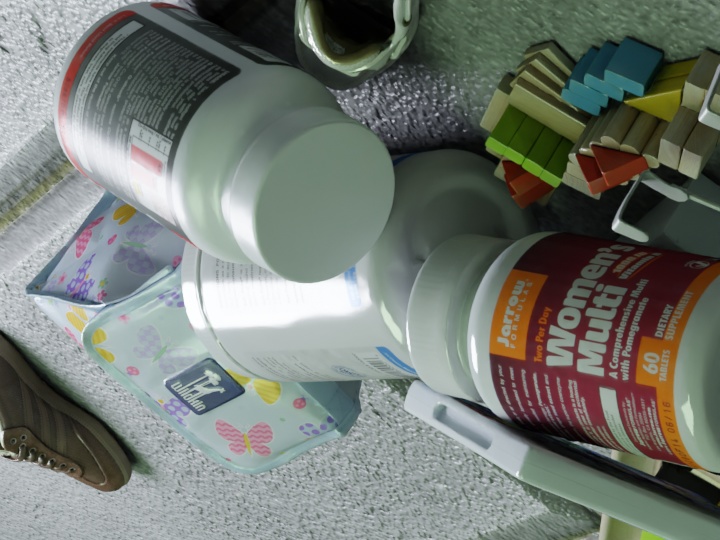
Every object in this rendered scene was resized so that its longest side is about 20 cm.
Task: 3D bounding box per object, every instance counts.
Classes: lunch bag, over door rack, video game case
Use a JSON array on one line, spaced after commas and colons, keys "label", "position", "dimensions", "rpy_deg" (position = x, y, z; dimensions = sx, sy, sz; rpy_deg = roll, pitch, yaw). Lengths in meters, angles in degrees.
[{"label": "lunch bag", "position": [-0.104, 0.040, 1.802], "dimensions": [0.170, 0.127, 0.200], "rpy_deg": [45, 164, -26]}, {"label": "over door rack", "position": [0.239, -0.050, 1.324], "dimensions": [0.200, 0.067, 0.148], "rpy_deg": [13, 156, -7]}, {"label": "video game case", "position": [0.140, 0.121, 1.535], "dimensions": [0.200, 0.023, 0.182], "rpy_deg": [23, -179, -21]}]

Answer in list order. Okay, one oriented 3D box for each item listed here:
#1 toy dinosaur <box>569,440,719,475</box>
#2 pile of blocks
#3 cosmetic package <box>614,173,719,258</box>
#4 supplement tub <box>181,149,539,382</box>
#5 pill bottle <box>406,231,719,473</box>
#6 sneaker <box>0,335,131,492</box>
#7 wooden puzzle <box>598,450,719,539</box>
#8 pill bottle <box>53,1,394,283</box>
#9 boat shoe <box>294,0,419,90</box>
[{"label": "toy dinosaur", "position": [0.212, 0.097, 1.535], "dimensions": [0.200, 0.077, 0.102], "rpy_deg": [22, -177, -3]}, {"label": "pile of blocks", "position": [0.117, -0.073, 1.447], "dimensions": [0.082, 0.062, 0.200], "rpy_deg": [41, 153, -19]}, {"label": "cosmetic package", "position": [0.201, 0.036, 1.561], "dimensions": [0.151, 0.052, 0.200], "rpy_deg": [33, 155, -5]}, {"label": "supplement tub", "position": [0.000, 0.000, 1.632], "dimensions": [0.200, 0.132, 0.132], "rpy_deg": [-3, 138, 52]}, {"label": "pill bottle", "position": [0.128, 0.038, 1.465], "dimensions": [0.200, 0.110, 0.110], "rpy_deg": [11, 147, 40]}, {"label": "sneaker", "position": [-0.274, 0.129, 2.240], "dimensions": [0.200, 0.076, 0.070], "rpy_deg": [45, 152, -24]}, {"label": "wooden puzzle", "position": [0.249, 0.185, 1.790], "dimensions": [0.200, 0.037, 0.185], "rpy_deg": [25, 154, 14]}, {"label": "pill bottle", "position": [-0.077, -0.071, 1.553], "dimensions": [0.200, 0.116, 0.116], "rpy_deg": [31, 162, 47]}, {"label": "boat shoe", "position": [-0.006, -0.137, 1.462], "dimensions": [0.071, 0.069, 0.200], "rpy_deg": [29, 156, 0]}]
